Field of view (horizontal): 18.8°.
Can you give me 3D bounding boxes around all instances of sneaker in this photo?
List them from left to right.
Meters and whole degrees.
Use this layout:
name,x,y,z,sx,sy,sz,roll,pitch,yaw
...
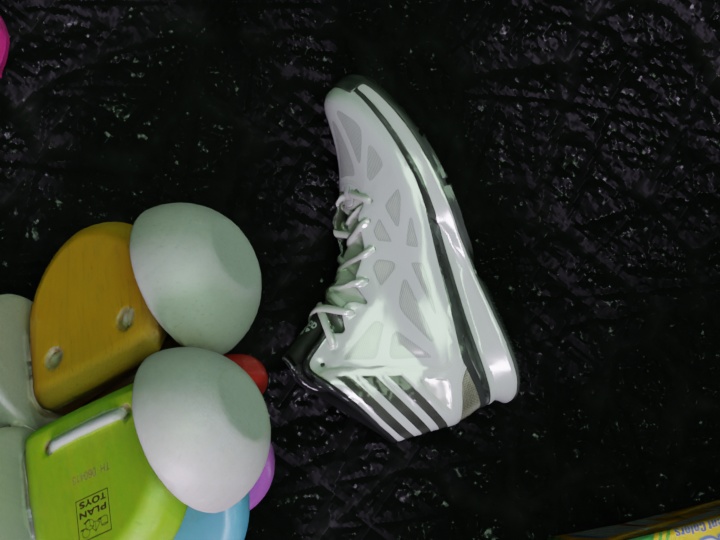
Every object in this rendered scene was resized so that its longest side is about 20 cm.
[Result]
name,x,y,z,sx,sy,sz,roll,pitch,yaw
sneaker,0.000,0.000,1.192,0.115,0.076,0.202,-24,91,-14

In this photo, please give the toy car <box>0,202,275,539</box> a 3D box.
name,x,y,z,sx,sy,sz,roll,pitch,yaw
toy car,-0.109,0.078,1.126,0.150,0.174,0.201,37,36,-43

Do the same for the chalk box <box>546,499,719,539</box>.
name,x,y,z,sx,sy,sz,roll,pitch,yaw
chalk box,0.191,0.232,1.180,0.123,0.125,0.202,-11,85,-12

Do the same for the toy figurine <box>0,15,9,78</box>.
name,x,y,z,sx,sy,sz,roll,pitch,yaw
toy figurine,-0.265,-0.091,1.145,0.199,0.150,0.185,9,67,15
